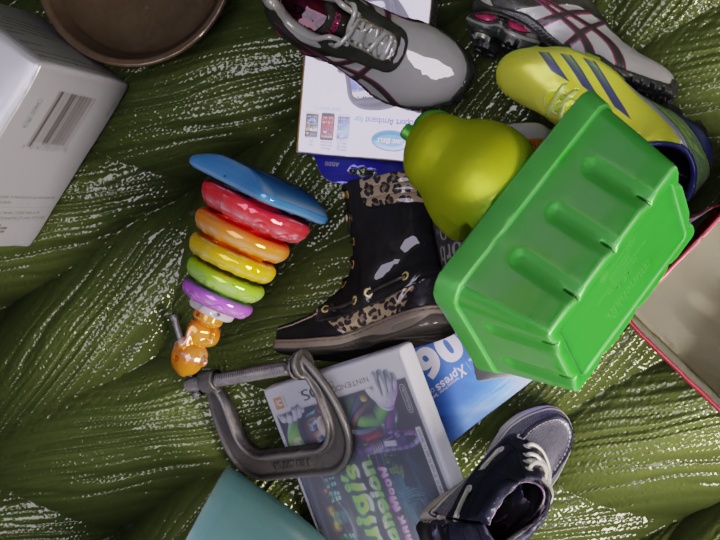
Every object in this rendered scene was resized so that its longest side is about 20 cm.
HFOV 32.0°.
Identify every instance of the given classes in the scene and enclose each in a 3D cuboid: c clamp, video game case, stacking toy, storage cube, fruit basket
[{"bbox_3d":[-0.094,0.119,1.172,0.198,0.027,0.173,-6,103,40],"label":"c clamp"},{"bbox_3d":[0.011,0.181,1.147,0.181,0.023,0.202,-20,92,41],"label":"video game case"},{"bbox_3d":[-0.123,0.005,1.151,0.115,0.109,0.202,25,94,35],"label":"stacking toy"},{"bbox_3d":[0.333,0.030,1.029,0.200,0.180,0.171,44,99,7],"label":"storage cube"},{"bbox_3d":[0.121,-0.038,0.956,0.213,0.156,0.218,-12,54,18],"label":"fruit basket"}]

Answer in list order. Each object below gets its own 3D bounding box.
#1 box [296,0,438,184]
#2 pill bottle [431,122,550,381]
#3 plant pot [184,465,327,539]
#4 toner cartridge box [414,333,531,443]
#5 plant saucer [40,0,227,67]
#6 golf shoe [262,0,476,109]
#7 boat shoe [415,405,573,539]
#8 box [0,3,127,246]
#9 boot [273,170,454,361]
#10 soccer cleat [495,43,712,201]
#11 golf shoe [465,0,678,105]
[{"bbox_3d":[0.006,-0.180,1.162,0.117,0.041,0.203,5,92,12],"label":"box"},{"bbox_3d":[0.124,-0.015,1.064,0.115,0.116,0.203,-12,86,13],"label":"pill bottle"},{"bbox_3d":[-0.099,0.304,1.142,0.159,0.201,0.202,27,99,0],"label":"plant pot"},{"bbox_3d":[0.123,0.066,1.149,0.199,0.043,0.095,-40,86,11],"label":"toner cartridge box"},{"bbox_3d":[-0.213,-0.292,1.198,0.197,0.029,0.203,0,87,7],"label":"plant saucer"},{"bbox_3d":[0.003,-0.196,1.092,0.198,0.088,0.078,23,98,9],"label":"golf shoe"},{"bbox_3d":[0.142,0.180,1.072,0.092,0.200,0.075,-20,106,53],"label":"boat shoe"},{"bbox_3d":[-0.348,-0.135,1.160,0.130,0.199,0.201,36,99,8],"label":"box"},{"bbox_3d":[0.000,0.000,1.154,0.198,0.073,0.153,-15,71,41],"label":"boot"},{"bbox_3d":[0.202,-0.122,1.041,0.198,0.084,0.065,26,138,-1],"label":"soccer cleat"},{"bbox_3d":[0.193,-0.208,1.103,0.198,0.077,0.089,24,83,4],"label":"golf shoe"}]
